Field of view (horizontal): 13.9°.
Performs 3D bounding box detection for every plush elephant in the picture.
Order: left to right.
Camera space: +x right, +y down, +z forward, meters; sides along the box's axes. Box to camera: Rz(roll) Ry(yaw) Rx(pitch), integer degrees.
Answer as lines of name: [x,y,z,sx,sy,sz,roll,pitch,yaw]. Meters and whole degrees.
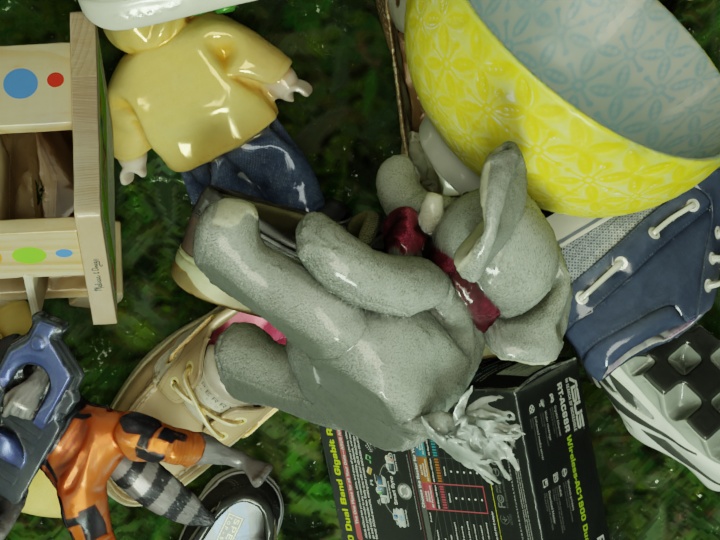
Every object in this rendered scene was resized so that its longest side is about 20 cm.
plush elephant: [0.031,0.004,1.510,0.200,0.165,0.155,26,64,25]

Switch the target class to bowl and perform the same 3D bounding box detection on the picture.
bowl: [0.094,-0.092,1.585,0.200,0.200,0.108,35,118,-7]

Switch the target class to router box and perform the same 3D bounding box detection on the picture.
router box: [0.063,0.147,1.654,0.150,0.062,0.200,1,107,41]

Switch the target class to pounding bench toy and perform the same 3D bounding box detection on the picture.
pounding bench toy: [-0.212,-0.032,1.604,0.156,0.200,0.124,-3,63,-1]

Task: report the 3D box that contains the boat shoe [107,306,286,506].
boat shoe: [-0.077,0.058,1.680,0.074,0.069,0.200,43,93,-6]

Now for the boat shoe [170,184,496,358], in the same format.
boat shoe: [0.000,0.000,1.610,0.200,0.073,0.065,10,112,-13]

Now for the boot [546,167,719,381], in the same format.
boot: [0.182,-0.018,1.652,0.200,0.073,0.090,-31,77,-18]

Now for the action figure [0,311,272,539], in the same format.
action figure: [-0.176,0.114,1.614,0.193,0.105,0.200,37,109,-6]

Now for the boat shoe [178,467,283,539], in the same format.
boat shoe: [-0.094,0.211,1.702,0.070,0.066,0.200,25,96,-5]

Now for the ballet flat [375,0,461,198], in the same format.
ballet flat: [0.048,-0.119,1.665,0.070,0.065,0.200,-10,97,1]

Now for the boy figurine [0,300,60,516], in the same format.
boy figurine: [-0.227,0.059,1.672,0.200,0.064,0.124,44,67,-12]

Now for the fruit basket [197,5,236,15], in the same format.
fruit basket: [-0.096,-0.251,1.607,0.215,0.156,0.216,-3,122,-5]

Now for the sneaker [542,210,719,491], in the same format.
sneaker: [0.156,0.049,1.692,0.074,0.089,0.200,-31,73,-23]

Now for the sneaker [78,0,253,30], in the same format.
sneaker: [-0.055,-0.189,1.525,0.200,0.075,0.085,-16,119,-6]

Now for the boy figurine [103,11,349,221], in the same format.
boy figurine: [-0.093,-0.094,1.663,0.124,0.064,0.200,-31,95,20]
